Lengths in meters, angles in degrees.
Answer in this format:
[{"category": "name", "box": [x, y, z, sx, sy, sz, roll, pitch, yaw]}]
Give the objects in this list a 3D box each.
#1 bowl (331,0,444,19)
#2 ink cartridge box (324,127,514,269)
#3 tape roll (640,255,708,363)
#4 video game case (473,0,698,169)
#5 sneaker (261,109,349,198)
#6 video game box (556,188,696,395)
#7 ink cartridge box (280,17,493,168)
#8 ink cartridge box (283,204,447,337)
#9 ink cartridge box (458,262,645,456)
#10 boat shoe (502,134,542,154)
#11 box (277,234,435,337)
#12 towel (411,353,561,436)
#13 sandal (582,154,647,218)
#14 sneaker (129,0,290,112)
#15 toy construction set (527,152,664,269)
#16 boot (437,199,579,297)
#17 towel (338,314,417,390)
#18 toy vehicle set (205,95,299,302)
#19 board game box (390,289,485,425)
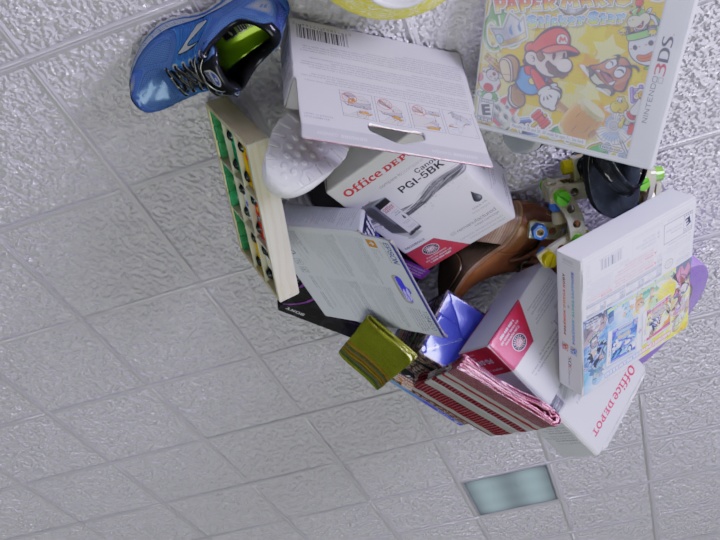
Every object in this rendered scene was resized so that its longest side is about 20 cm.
[{"category": "bowl", "box": [0.031, -0.298, 0.714, 0.195, 0.109, 0.202, -3, 140, -3]}, {"category": "ink cartridge box", "box": [0.069, -0.107, 0.963, 0.145, 0.084, 0.199, -31, 134, 29]}, {"category": "tape roll", "box": [0.394, 0.053, 1.132, 0.198, 0.066, 0.202, -28, 144, -23]}, {"category": "video game case", "box": [0.214, -0.208, 0.801, 0.196, 0.023, 0.185, 18, 128, 21]}, {"category": "sneaker", "box": [-0.055, -0.128, 0.837, 0.076, 0.202, 0.081, 33, 132, -7]}, {"category": "video game box", "box": [0.316, 0.024, 0.955, 0.197, 0.047, 0.186, -25, 120, -26]}, {"category": "ink cartridge box", "box": [0.021, -0.165, 0.807, 0.195, 0.179, 0.045, 7, 141, -18]}, {"category": "ink cartridge box", "box": [0.000, 0.000, 0.998, 0.197, 0.041, 0.201, 10, 147, 34]}, {"category": "ink cartridge box", "box": [0.246, 0.116, 1.026, 0.200, 0.146, 0.083, 44, 154, -7]}, {"category": "boat shoe", "box": [0.210, -0.222, 0.866, 0.063, 0.071, 0.203, -20, 142, -36]}, {"category": "box", "box": [-0.009, 0.014, 1.135, 0.141, 0.037, 0.200, 22, 134, -28]}, {"category": "towel", "box": [0.152, 0.164, 1.024, 0.142, 0.023, 0.200, 32, 160, -4]}, {"category": "sandal", "box": [0.283, -0.134, 0.886, 0.074, 0.048, 0.203, -30, 128, -11]}, {"category": "sneaker", "box": [-0.157, -0.214, 0.806, 0.197, 0.091, 0.078, -27, 135, 23]}, {"category": "toy construction set", "box": [0.302, -0.086, 0.997, 0.196, 0.092, 0.134, -14, 109, -16]}, {"category": "boot", "box": [0.198, -0.016, 1.106, 0.152, 0.078, 0.202, 6, 132, -20]}, {"category": "towel", "box": [0.019, 0.118, 1.119, 0.086, 0.018, 0.200, 38, 159, 2]}, {"category": "toy vehicle set", "box": [-0.121, -0.080, 0.910, 0.026, 0.124, 0.203, -22, 129, -19]}, {"category": "board game box", "box": [0.133, 0.130, 1.142, 0.158, 0.098, 0.200, 32, 159, -5]}]
